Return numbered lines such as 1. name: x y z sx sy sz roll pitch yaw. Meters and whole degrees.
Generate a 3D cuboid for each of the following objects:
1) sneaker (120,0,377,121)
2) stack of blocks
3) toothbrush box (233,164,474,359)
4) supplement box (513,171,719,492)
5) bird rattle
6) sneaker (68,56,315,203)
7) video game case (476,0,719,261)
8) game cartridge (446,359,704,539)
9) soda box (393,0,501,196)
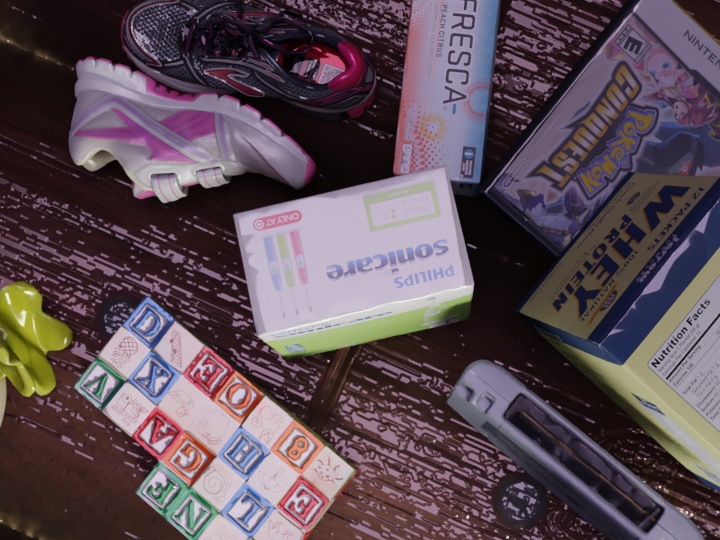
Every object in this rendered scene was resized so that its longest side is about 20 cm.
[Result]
1. sneaker: -0.083 -0.170 1.211 0.198 0.075 0.082 11 84 5
2. stack of blocks: -0.113 0.127 1.185 0.200 0.059 0.115 40 87 6
3. toothbrush box: 0.000 0.000 1.124 0.144 0.200 0.087 -13 83 2
4. supplement box: 0.240 0.050 1.085 0.200 0.200 0.135 41 86 -11
5. bird rattle: -0.324 0.067 1.186 0.198 0.113 0.165 15 101 7
6. sneaker: -0.130 -0.089 1.206 0.198 0.081 0.089 17 86 13
7. video game case: 0.214 -0.077 1.184 0.180 0.025 0.201 40 86 -11
8. game cartridge: 0.147 0.138 1.134 0.199 0.133 0.042 39 87 5
9. soda box: 0.067 -0.161 1.208 0.068 0.064 0.202 7 85 3
